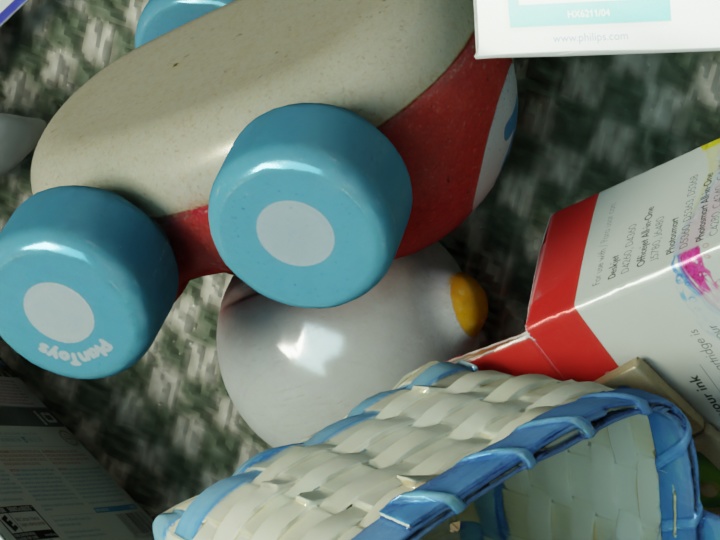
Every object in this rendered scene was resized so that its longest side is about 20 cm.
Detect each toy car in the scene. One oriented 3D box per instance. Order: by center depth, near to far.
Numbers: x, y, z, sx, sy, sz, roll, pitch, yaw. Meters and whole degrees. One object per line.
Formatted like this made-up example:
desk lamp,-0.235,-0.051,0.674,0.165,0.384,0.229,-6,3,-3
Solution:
toy car,0.000,0.000,0.841,0.176,0.185,0.200,-17,120,29

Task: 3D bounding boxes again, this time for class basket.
basket,0.051,0.112,0.692,0.200,0.176,0.140,19,126,49

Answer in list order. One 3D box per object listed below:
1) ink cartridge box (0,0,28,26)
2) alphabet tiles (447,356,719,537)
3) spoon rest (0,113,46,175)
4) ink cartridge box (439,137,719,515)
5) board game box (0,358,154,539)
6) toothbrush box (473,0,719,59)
ink cartridge box,-0.182,-0.183,0.953,0.095,0.037,0.200,-38,79,28
alphabet tiles,0.076,0.125,0.831,0.167,0.008,0.200,42,128,-19
spoon rest,-0.221,-0.062,0.948,0.199,0.099,0.061,0,91,16
ink cartridge box,0.135,0.018,0.774,0.200,0.067,0.116,-24,119,29
board game box,-0.182,0.059,0.928,0.064,0.148,0.200,-46,75,8
toothbrush box,0.136,-0.113,0.699,0.146,0.200,0.086,1,100,27
